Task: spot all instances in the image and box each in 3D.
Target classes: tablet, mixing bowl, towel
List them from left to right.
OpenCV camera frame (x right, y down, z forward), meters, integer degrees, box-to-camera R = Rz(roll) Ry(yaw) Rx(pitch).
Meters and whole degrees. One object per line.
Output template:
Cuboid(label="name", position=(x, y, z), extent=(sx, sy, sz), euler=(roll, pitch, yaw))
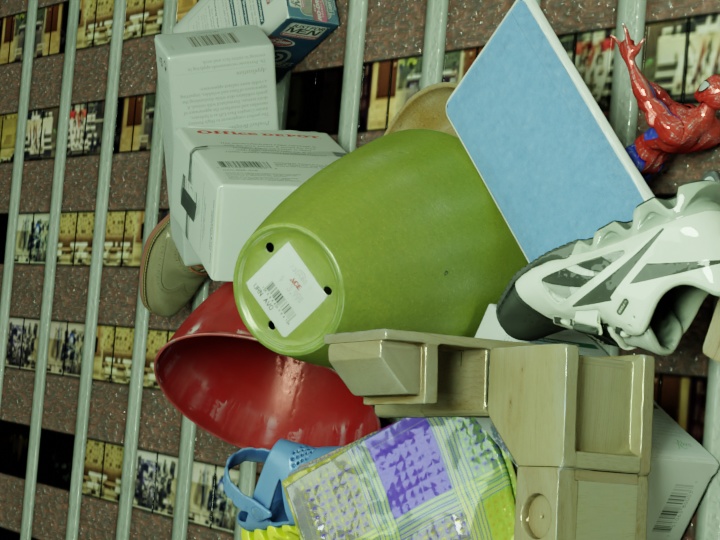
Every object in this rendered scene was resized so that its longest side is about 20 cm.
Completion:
Cuboid(label="mixing bowl", position=(-0.064, 0.068, 1.602), extent=(0.200, 0.199, 0.109), euler=(-31, 32, 50))
Cuboid(label="towel", position=(0.033, 0.188, 1.484), extent=(0.199, 0.023, 0.145), euler=(-28, 65, 26))
Cuboid(label="tablet", position=(0.132, -0.081, 1.341), extent=(0.130, 0.014, 0.201), euler=(-54, 53, 43))

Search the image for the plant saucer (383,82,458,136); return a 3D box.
Cuboid(label="plant saucer", position=(0.071, -0.049, 1.524), extent=(0.200, 0.035, 0.202), euler=(-12, 76, 56))

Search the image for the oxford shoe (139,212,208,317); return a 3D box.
Cuboid(label="oxford shoe", position=(-0.158, -0.023, 1.841), extent=(0.075, 0.070, 0.201), euler=(55, 130, 38))

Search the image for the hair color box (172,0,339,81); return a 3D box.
Cuboid(label="hair color box", position=(-0.102, -0.231, 1.796), extent=(0.200, 0.060, 0.101), euler=(-35, 58, 49))

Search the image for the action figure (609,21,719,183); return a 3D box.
Cuboid(label="action figure", position=(0.184, -0.097, 1.330), extent=(0.200, 0.065, 0.100), euler=(-40, 62, 47))

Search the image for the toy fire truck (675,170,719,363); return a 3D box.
Cuboid(label="toy fire truck", position=(0.246, 0.010, 1.235), extent=(0.200, 0.048, 0.142), euler=(-36, 56, 49))

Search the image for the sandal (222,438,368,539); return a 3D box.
Cuboid(label="sandal", position=(-0.049, 0.179, 1.593), extent=(0.199, 0.080, 0.087), euler=(-25, 104, 39))

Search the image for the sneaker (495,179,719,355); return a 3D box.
Cuboid(label="sneaker", position=(0.167, 0.022, 1.240), extent=(0.200, 0.074, 0.089), euler=(-33, 64, 45))

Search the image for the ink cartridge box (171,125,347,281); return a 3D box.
Cuboid(label="ink cartridge box", position=(-0.073, -0.058, 1.601), extent=(0.200, 0.143, 0.084), euler=(-129, 43, -66))

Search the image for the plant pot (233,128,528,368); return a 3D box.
Cuboid(label="plant pot", position=(0.000, 0.000, 1.383), extent=(0.186, 0.200, 0.189), euler=(6, 102, 30))

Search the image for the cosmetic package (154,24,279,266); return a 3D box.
Cuboid(label="cosmetic package", position=(-0.126, -0.114, 1.717), extent=(0.074, 0.101, 0.202), euler=(-126, 31, -63))

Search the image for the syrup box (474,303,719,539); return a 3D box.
Cuboid(label="syrup box", position=(0.153, 0.108, 1.331), extent=(0.200, 0.081, 0.079), euler=(48, 122, 49))

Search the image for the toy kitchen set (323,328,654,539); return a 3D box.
Cuboid(label="toy kitchen set", position=(0.063, 0.135, 1.241), extent=(0.199, 0.162, 0.182), euler=(-6, 78, 54))
